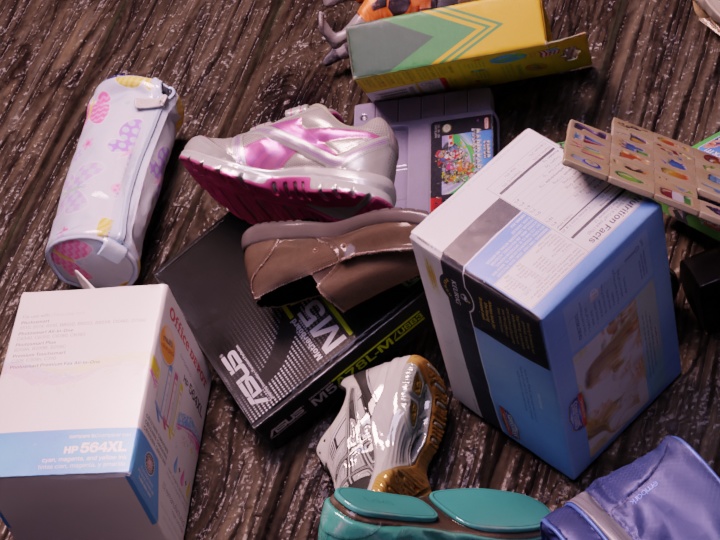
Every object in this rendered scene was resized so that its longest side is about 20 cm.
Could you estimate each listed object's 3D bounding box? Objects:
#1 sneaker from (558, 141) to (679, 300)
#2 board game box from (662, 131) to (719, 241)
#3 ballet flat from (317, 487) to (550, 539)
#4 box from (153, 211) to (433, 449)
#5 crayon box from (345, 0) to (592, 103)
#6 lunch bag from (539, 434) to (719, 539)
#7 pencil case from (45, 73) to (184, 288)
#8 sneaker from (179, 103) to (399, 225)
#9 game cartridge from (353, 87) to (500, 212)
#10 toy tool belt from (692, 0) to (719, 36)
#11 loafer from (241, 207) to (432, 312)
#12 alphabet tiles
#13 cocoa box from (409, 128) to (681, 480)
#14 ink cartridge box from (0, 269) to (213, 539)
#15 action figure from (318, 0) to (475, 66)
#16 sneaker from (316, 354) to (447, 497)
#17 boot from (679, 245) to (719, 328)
[{"bbox_3d":[0.192,-0.043,1.481,0.085,0.078,0.200,-30,49,-10],"label":"sneaker"},{"bbox_3d":[0.332,-0.058,1.440,0.134,0.029,0.200,-27,35,-23],"label":"board game box"},{"bbox_3d":[0.048,0.191,1.311,0.199,0.071,0.067,7,21,-37],"label":"ballet flat"},{"bbox_3d":[-0.047,0.012,1.505,0.193,0.048,0.200,-37,50,0],"label":"box"},{"bbox_3d":[0.096,-0.192,1.601,0.199,0.127,0.051,-9,83,8],"label":"crayon box"},{"bbox_3d":[0.209,0.227,1.214,0.132,0.136,0.200,-32,51,-10],"label":"lunch bag"},{"bbox_3d":[-0.211,-0.077,1.626,0.090,0.083,0.201,-16,46,33],"label":"pencil case"},{"bbox_3d":[-0.050,-0.088,1.498,0.199,0.081,0.089,10,63,24],"label":"sneaker"},{"bbox_3d":[0.055,-0.071,1.577,0.129,0.038,0.201,-10,49,14],"label":"game cartridge"},{"bbox_3d":[0.345,-0.266,1.613,0.122,0.125,0.200,-8,44,-32],"label":"toy tool belt"},{"bbox_3d":[0.000,0.000,1.423,0.199,0.073,0.071,-5,69,29],"label":"loafer"},{"bbox_3d":[0.229,-0.072,1.359,0.166,0.008,0.200,21,18,2],"label":"alphabet tiles"},{"bbox_3d":[0.140,0.027,1.358,0.133,0.200,0.131,-42,53,-20],"label":"cocoa box"},{"bbox_3d":[-0.199,0.108,1.440,0.124,0.129,0.201,-3,51,14],"label":"ink cartridge box"},{"bbox_3d":[0.056,-0.249,1.700,0.192,0.105,0.200,-5,18,0],"label":"action figure"},{"bbox_3d":[0.006,0.158,1.388,0.087,0.076,0.201,-11,45,31],"label":"sneaker"},{"bbox_3d":[0.363,0.031,1.391,0.199,0.069,0.189,-16,36,-3],"label":"boot"}]
